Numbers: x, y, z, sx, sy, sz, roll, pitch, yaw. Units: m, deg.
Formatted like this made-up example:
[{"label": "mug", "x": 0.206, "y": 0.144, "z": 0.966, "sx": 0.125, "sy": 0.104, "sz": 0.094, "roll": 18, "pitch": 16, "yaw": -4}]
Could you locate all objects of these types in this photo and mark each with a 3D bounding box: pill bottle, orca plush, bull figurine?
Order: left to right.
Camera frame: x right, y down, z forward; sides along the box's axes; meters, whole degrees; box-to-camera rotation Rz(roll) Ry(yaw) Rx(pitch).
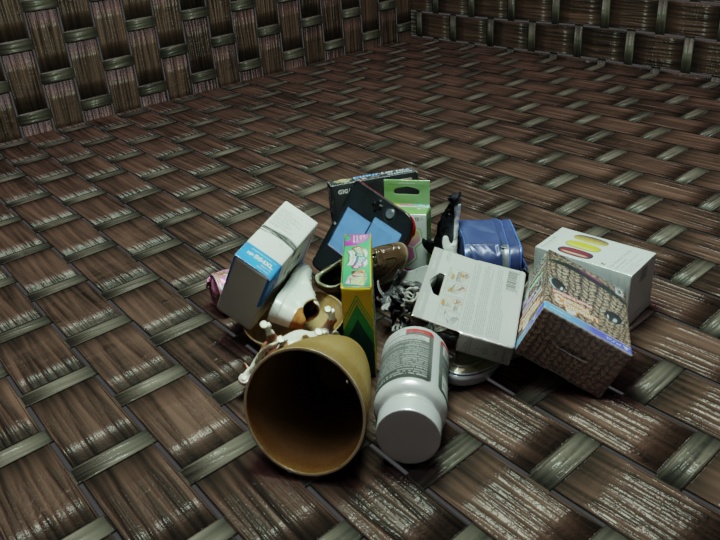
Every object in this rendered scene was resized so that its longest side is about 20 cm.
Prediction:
[{"label": "bull figurine", "x": -0.119, "y": 0.132, "z": 1.210, "sx": 0.195, "sy": 0.123, "sz": 0.066, "roll": -17, "pitch": 55, "yaw": -20}, {"label": "pill bottle", "x": 0.078, "y": 0.186, "z": 1.086, "sx": 0.110, "sy": 0.117, "sz": 0.201, "roll": 0, "pitch": 28, "yaw": 9}, {"label": "orca plush", "x": 0.158, "y": -0.057, "z": 1.420, "sx": 0.069, "sy": 0.205, "sz": 0.106, "roll": 4, "pitch": 34, "yaw": -1}]

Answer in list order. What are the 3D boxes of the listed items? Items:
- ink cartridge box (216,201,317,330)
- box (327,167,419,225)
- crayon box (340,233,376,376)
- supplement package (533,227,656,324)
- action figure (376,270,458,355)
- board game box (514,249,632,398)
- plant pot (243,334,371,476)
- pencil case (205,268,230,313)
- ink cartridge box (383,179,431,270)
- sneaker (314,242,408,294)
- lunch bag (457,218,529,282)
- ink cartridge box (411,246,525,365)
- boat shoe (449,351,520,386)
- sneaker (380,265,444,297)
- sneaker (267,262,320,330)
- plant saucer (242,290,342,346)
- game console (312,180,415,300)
[{"label": "ink cartridge box", "x": -0.173, "y": -0.012, "z": 1.345, "sx": 0.083, "sy": 0.148, "sz": 0.201, "roll": 31, "pitch": 42, "yaw": 5}, {"label": "box", "x": 0.034, "y": -0.105, "z": 1.537, "sx": 0.194, "sy": 0.204, "sz": 0.050, "roll": -10, "pitch": 22, "yaw": -12}, {"label": "crayon box", "x": -0.003, "y": 0.057, "z": 1.272, "sx": 0.056, "sy": 0.177, "sz": 0.201, "roll": -3, "pitch": 27, "yaw": 2}, {"label": "supplement package", "x": 0.441, "y": 0.010, "z": 1.361, "sx": 0.197, "sy": 0.113, "sz": 0.113, "roll": 21, "pitch": 36, "yaw": 39}, {"label": "action figure", "x": 0.098, "y": 0.076, "z": 1.289, "sx": 0.196, "sy": 0.122, "sz": 0.102, "roll": 18, "pitch": 26, "yaw": 25}, {"label": "board game box", "x": 0.354, "y": 0.082, "z": 1.191, "sx": 0.156, "sy": 0.098, "sz": 0.201, "roll": 28, "pitch": 32, "yaw": 1}, {"label": "plant pot", "x": -0.057, "y": 0.177, "z": 1.087, "sx": 0.181, "sy": 0.193, "sz": 0.200, "roll": 3, "pitch": 13, "yaw": 14}, {"label": "pencil case", "x": -0.217, "y": 0.020, "z": 1.474, "sx": 0.196, "sy": 0.085, "sz": 0.086, "roll": -21, "pitch": 23, "yaw": -26}, {"label": "ink cartridge box", "x": 0.093, "y": -0.081, "z": 1.482, "sx": 0.101, "sy": 0.206, "sz": 0.059, "roll": 3, "pitch": 22, "yaw": 15}, {"label": "sneaker", "x": 0.000, "y": 0.000, "z": 1.387, "sx": 0.196, "sy": 0.072, "sz": 0.075, "roll": -25, "pitch": -16, "yaw": 23}, {"label": "lunch bag", "x": 0.261, "y": -0.015, "z": 1.407, "sx": 0.128, "sy": 0.140, "sz": 0.201, "roll": -4, "pitch": 27, "yaw": 2}, {"label": "ink cartridge box", "x": 0.186, "y": 0.055, "z": 1.219, "sx": 0.171, "sy": 0.046, "sz": 0.202, "roll": 16, "pitch": 40, "yaw": 9}, {"label": "boat shoe", "x": 0.218, "y": 0.131, "z": 1.222, "sx": 0.197, "sy": 0.064, "sz": 0.071, "roll": -24, "pitch": 33, "yaw": -32}, {"label": "sneaker", "x": 0.115, "y": 0.040, "z": 1.416, "sx": 0.098, "sy": 0.073, "sz": 0.198, "roll": 27, "pitch": -18, "yaw": -29}, {"label": "sneaker", "x": -0.111, "y": 0.056, "z": 1.349, "sx": 0.083, "sy": 0.074, "sz": 0.201, "roll": 24, "pitch": 28, "yaw": -1}, {"label": "plant saucer", "x": -0.124, "y": 0.103, "z": 1.355, "sx": 0.194, "sy": 0.036, "sz": 0.202, "roll": -4, "pitch": 28, "yaw": 2}, {"label": "game console", "x": 0.006, "y": -0.055, "z": 1.446, "sx": 0.175, "sy": 0.203, "sz": 0.031, "roll": 34, "pitch": 10, "yaw": 23}]
